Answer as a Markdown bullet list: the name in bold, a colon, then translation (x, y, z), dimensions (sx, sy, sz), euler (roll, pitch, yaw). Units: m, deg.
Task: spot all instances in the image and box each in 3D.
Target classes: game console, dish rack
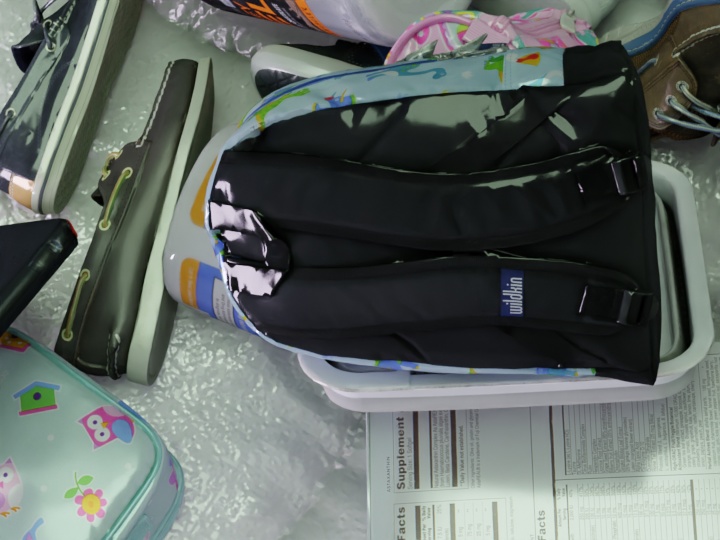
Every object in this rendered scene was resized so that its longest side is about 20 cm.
- **game console**: translation (-0.249, 0.051, 1.180), dimensions (0.031, 0.177, 0.200), euler (44, 68, -17)
- **dish rack**: translation (0.072, 0.013, 1.078), dimensions (0.199, 0.044, 0.172), euler (-3, 38, 5)

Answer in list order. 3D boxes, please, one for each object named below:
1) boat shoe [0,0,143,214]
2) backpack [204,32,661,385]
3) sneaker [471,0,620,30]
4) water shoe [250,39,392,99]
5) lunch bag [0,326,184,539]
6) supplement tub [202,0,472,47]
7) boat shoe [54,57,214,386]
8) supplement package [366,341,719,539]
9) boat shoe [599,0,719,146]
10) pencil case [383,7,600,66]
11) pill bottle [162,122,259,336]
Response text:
- **boat shoe**: translation (-0.178, -0.132, 1.295), dimensions (0.062, 0.075, 0.201), euler (18, 77, 6)
- **backpack**: translation (0.029, -0.027, 0.989), dimensions (0.199, 0.164, 0.154), euler (-10, 23, 0)
- **sneaker**: translation (0.075, -0.211, 1.307), dimensions (0.200, 0.075, 0.089), euler (35, 60, 16)
- **water shoe**: translation (0.036, -0.111, 1.270), dimensions (0.199, 0.072, 0.079), euler (13, 60, 2)
- **lunch bag**: translation (-0.202, 0.147, 1.186), dimensions (0.160, 0.077, 0.200), euler (33, 76, 16)
- **supplement tub**: translation (-0.032, -0.203, 1.249), dimensions (0.200, 0.123, 0.123), euler (18, 69, 43)
- **boat shoe**: translation (-0.129, -0.035, 1.251), dimensions (0.060, 0.072, 0.202), euler (10, 73, 6)
- **supplement package**: translation (0.109, 0.134, 1.115), dimensions (0.199, 0.152, 0.151), euler (-3, 68, 5)
- **boat shoe**: translation (0.189, -0.106, 1.188), dimensions (0.072, 0.200, 0.073), euler (14, 79, -15)
- **pencil case**: translation (0.075, -0.099, 1.125), dimensions (0.087, 0.200, 0.088), euler (3, 98, 19)
- **pill bottle**: translation (0.000, 0.000, 1.202), dimensions (0.200, 0.112, 0.112), euler (22, 73, 13)
